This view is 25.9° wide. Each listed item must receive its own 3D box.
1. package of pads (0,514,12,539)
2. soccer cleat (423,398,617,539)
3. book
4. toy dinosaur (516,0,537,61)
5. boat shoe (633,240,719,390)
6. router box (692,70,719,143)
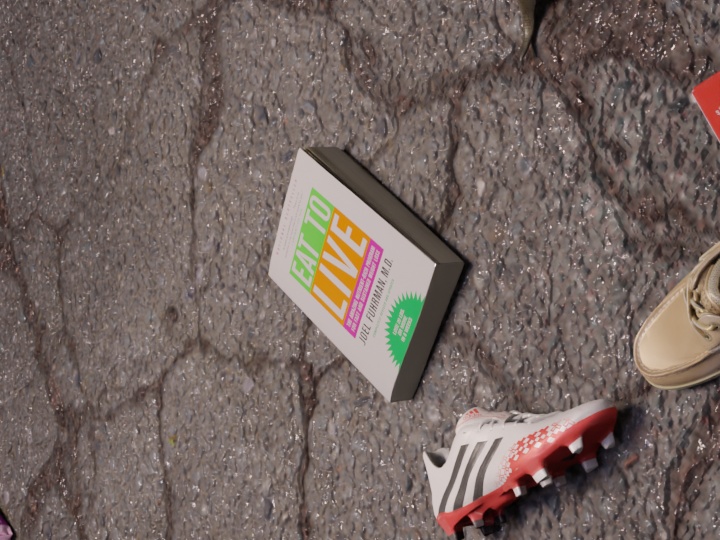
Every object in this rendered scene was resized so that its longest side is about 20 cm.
[{"bbox_3d":[-0.494,0.362,1.889,0.120,0.075,0.202,42,119,42],"label":"package of pads"},{"bbox_3d":[0.113,0.132,1.172,0.200,0.068,0.086,-45,59,45],"label":"soccer cleat"},{"bbox_3d":[0.000,0.000,1.340,0.200,0.048,0.135,43,123,41],"label":"book"},{"bbox_3d":[0.115,-0.266,1.188,0.102,0.076,0.203,-4,81,63],"label":"toy dinosaur"},{"bbox_3d":[0.241,0.014,1.023,0.200,0.064,0.073,-42,57,41],"label":"boat shoe"},{"bbox_3d":[0.315,-0.069,0.900,0.179,0.049,0.202,-34,60,18],"label":"router box"}]
